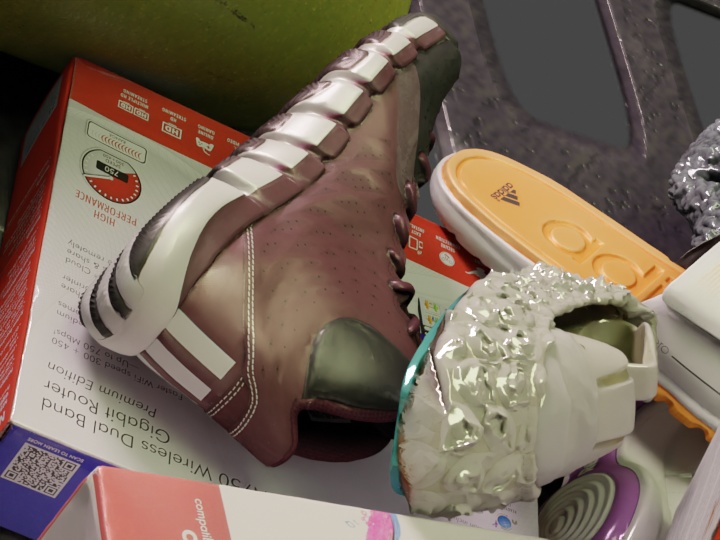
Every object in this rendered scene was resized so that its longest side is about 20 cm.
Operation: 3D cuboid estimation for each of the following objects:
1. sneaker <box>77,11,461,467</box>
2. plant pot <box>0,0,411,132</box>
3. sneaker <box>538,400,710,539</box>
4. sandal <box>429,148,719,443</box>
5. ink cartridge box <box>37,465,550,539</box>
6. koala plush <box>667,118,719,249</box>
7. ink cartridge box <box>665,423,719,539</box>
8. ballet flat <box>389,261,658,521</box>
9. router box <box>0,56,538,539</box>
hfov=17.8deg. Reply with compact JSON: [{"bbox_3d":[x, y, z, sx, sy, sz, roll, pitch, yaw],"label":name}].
[{"bbox_3d":[0.000,0.000,0.779,0.116,0.076,0.200,46,48,0],"label":"sneaker"},{"bbox_3d":[-0.080,-0.141,0.859,0.199,0.187,0.188,36,35,-30],"label":"plant pot"},{"bbox_3d":[0.117,0.095,0.873,0.100,0.075,0.200,54,35,-14],"label":"sneaker"},{"bbox_3d":[0.117,0.002,0.850,0.206,0.060,0.079,34,37,13],"label":"sandal"},{"bbox_3d":[-0.011,0.129,0.673,0.199,0.117,0.068,12,45,-31],"label":"ink cartridge box"},{"bbox_3d":[0.250,-0.040,0.972,0.177,0.200,0.184,44,15,-27],"label":"koala plush"},{"bbox_3d":[0.121,0.074,0.677,0.057,0.201,0.163,25,45,4],"label":"ink cartridge box"},{"bbox_3d":[0.062,0.032,0.742,0.072,0.072,0.200,43,18,4],"label":"ballet flat"},{"bbox_3d":[-0.032,0.037,0.804,0.199,0.049,0.180,24,40,-20],"label":"router box"}]
